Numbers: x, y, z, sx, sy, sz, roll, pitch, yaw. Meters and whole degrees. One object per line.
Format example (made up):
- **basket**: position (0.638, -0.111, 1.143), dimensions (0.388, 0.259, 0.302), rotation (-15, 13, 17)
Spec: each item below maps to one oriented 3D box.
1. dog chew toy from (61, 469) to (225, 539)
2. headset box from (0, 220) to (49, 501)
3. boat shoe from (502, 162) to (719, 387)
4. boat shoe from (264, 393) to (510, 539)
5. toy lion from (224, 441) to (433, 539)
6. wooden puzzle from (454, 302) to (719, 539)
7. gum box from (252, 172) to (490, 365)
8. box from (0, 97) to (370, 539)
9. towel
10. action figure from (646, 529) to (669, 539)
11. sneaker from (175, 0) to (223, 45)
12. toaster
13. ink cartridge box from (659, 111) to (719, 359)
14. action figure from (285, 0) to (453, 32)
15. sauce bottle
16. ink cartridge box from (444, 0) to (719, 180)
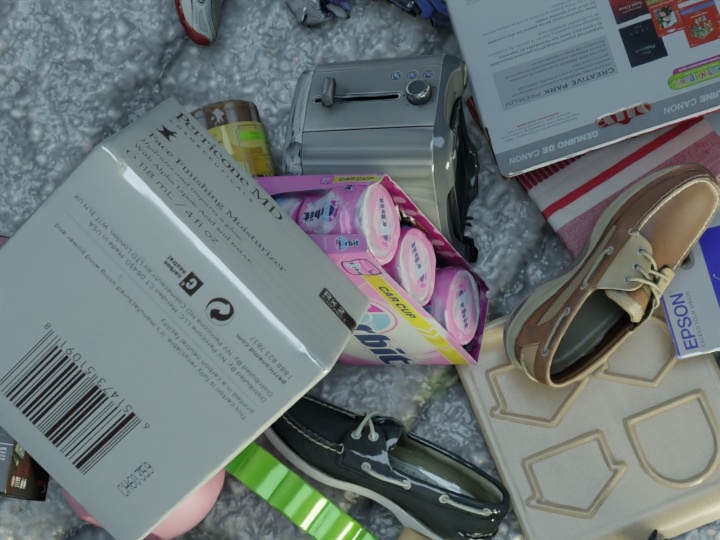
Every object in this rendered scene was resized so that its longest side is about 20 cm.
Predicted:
- **dog chew toy**: position (-0.149, 0.096, 1.309), dimensions (0.124, 0.125, 0.201), rotation (14, 73, 4)
- **headset box**: position (-0.265, 0.064, 1.299), dimensions (0.077, 0.149, 0.201), rotation (8, 80, 2)
- **boat shoe**: position (0.192, 0.010, 1.268), dimensions (0.076, 0.072, 0.200), rotation (37, 99, -29)
- **boat shoe**: position (0.019, 0.138, 1.312), dimensions (0.200, 0.076, 0.060), rotation (29, 122, -3)
- **toy lion**: position (-0.017, 0.186, 1.251), dimensions (0.191, 0.200, 0.069), rotation (35, 82, 18)
- **wooden puzzle**: position (0.187, 0.113, 1.335), dimensions (0.185, 0.046, 0.201), rotation (-21, 84, -2)
- **gum box**: position (0.000, 0.000, 1.260), dimensions (0.113, 0.200, 0.066), rotation (-2, 63, 29)
- **box**: position (-0.138, 0.033, 1.140), dimensions (0.199, 0.131, 0.200), rotation (45, 112, -5)
- **towel**: position (0.179, -0.110, 1.353), dimensions (0.144, 0.023, 0.200), rotation (-32, 60, -1)
- **action figure**: position (0.224, 0.262, 1.280), dimensions (0.200, 0.102, 0.119), rotation (30, 84, -10)
- **sneaker**: position (-0.099, -0.274, 1.390), dimensions (0.082, 0.078, 0.201), rotation (14, 81, 2)
- **toaster**: position (0.018, -0.075, 1.311), dimensions (0.129, 0.200, 0.114), rotation (3, 59, 11)
- **ink cartridge box**: position (0.310, -0.038, 1.338), dimensions (0.199, 0.043, 0.199), rotation (-13, 67, 1)
- **action figure**: position (0.014, -0.268, 1.397), dimensions (0.200, 0.105, 0.194), rotation (37, 89, -20)
- **sauce bottle**: position (-0.085, -0.030, 1.355), dimensions (0.064, 0.065, 0.201), rotation (-15, 82, -1)
- **ink cartridge box**: position (0.182, -0.150, 1.310), dimensions (0.199, 0.084, 0.176), rotation (-17, 60, 8)
